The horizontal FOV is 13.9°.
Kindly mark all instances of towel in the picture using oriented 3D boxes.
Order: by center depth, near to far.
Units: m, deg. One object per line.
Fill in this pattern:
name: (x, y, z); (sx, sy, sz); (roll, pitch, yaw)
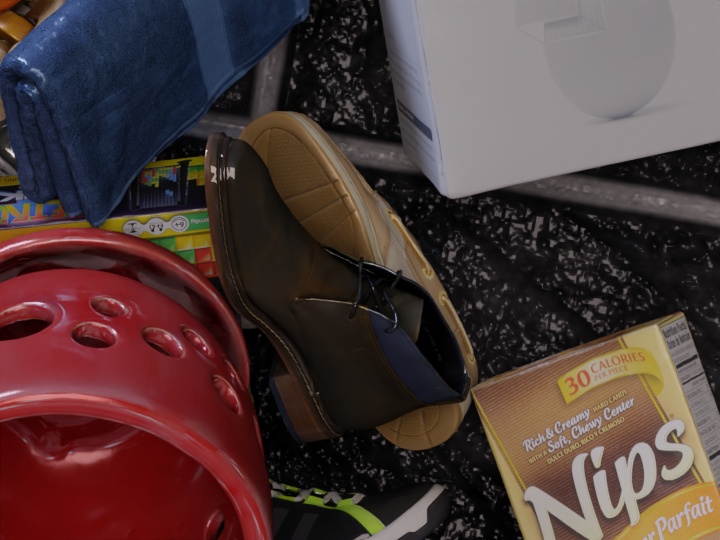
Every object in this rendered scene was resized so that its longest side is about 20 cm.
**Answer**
towel: (-0.099, -0.121, 1.511); (0.048, 0.112, 0.200); (26, 55, 30)

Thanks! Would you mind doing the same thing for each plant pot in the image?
plant pot: (-0.145, 0.089, 1.466); (0.199, 0.183, 0.201); (-3, 125, -4)

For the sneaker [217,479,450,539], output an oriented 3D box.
sneaker: (-0.052, 0.138, 1.600); (0.199, 0.072, 0.083); (-19, 88, 0)

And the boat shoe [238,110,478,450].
boat shoe: (0.000, 0.000, 1.604); (0.074, 0.069, 0.201); (-25, 97, 29)

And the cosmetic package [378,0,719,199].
cosmetic package: (0.111, -0.165, 1.547); (0.198, 0.123, 0.201); (-12, 106, -7)

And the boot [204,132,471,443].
boot: (-0.012, 0.003, 1.516); (0.096, 0.075, 0.201); (-8, 131, 17)

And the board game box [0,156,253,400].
board game box: (-0.163, 0.030, 1.569); (0.199, 0.057, 0.166); (-6, 123, 1)

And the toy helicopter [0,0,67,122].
toy helicopter: (-0.226, -0.087, 1.555); (0.199, 0.133, 0.079); (-18, 128, 37)

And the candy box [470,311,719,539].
candy box: (0.150, 0.136, 1.590); (0.115, 0.055, 0.201); (-20, 90, 22)

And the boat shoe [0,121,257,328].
boat shoe: (-0.125, -0.028, 1.603); (0.199, 0.069, 0.071); (27, 86, -1)
